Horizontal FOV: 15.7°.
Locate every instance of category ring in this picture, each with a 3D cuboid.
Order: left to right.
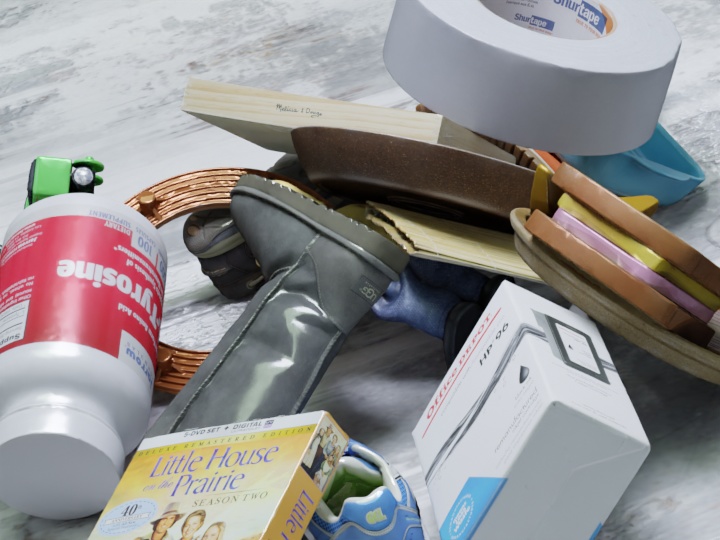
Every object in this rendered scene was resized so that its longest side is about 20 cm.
[{"bbox_3d":[-0.101,0.001,1.800,0.200,0.019,0.201,-3,50,4],"label":"ring"}]

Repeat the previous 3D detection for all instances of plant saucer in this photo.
[{"bbox_3d":[0.047,-0.056,1.745,0.200,0.035,0.200,12,-4,1],"label":"plant saucer"}]

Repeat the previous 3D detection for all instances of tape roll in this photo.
[{"bbox_3d":[0.119,-0.156,1.810,0.200,0.066,0.200,11,28,-6],"label":"tape roll"}]

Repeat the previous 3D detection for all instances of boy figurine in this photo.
[{"bbox_3d":[0.000,0.000,1.729,0.200,0.065,0.124,24,42,27],"label":"boy figurine"}]

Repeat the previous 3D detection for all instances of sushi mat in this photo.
[{"bbox_3d":[0.107,-0.007,1.700,0.199,0.012,0.096,13,13,-22],"label":"sushi mat"}]

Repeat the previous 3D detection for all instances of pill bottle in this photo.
[{"bbox_3d":[-0.186,0.056,1.674,0.112,0.112,0.200,-9,45,11],"label":"pill bottle"}]

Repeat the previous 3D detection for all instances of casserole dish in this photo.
[{"bbox_3d":[0.168,-0.105,1.883,0.121,0.039,0.200,17,24,-35],"label":"casserole dish"}]

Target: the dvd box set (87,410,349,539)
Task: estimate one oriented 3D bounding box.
[{"bbox_3d":[-0.102,0.166,1.436,0.146,0.029,0.200,-10,38,39],"label":"dvd box set"}]

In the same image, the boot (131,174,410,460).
[{"bbox_3d":[-0.074,0.046,1.638,0.200,0.073,0.182,-59,34,-4],"label":"boot"}]

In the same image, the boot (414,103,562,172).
[{"bbox_3d":[0.128,-0.075,1.890,0.107,0.075,0.200,-5,28,-27],"label":"boot"}]

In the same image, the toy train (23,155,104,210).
[{"bbox_3d":[-0.216,-0.036,1.888,0.056,0.042,0.200,5,-18,-6],"label":"toy train"}]

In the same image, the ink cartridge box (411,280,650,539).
[{"bbox_3d":[0.090,0.087,1.485,0.068,0.116,0.200,26,18,-16],"label":"ink cartridge box"}]

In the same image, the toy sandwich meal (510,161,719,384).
[{"bbox_3d":[0.176,-0.004,1.584,0.205,0.070,0.205,30,12,-7],"label":"toy sandwich meal"}]

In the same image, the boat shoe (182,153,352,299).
[{"bbox_3d":[-0.036,-0.045,1.906,0.200,0.073,0.074,-29,25,-17],"label":"boat shoe"}]

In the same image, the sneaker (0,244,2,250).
[{"bbox_3d":[-0.292,0.016,1.891,0.199,0.085,0.075,-8,24,13],"label":"sneaker"}]

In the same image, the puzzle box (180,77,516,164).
[{"bbox_3d":[-0.007,-0.094,1.794,0.199,0.026,0.133,11,-6,26],"label":"puzzle box"}]

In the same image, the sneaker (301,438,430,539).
[{"bbox_3d":[-0.002,0.128,1.507,0.076,0.077,0.200,-21,23,-11],"label":"sneaker"}]
